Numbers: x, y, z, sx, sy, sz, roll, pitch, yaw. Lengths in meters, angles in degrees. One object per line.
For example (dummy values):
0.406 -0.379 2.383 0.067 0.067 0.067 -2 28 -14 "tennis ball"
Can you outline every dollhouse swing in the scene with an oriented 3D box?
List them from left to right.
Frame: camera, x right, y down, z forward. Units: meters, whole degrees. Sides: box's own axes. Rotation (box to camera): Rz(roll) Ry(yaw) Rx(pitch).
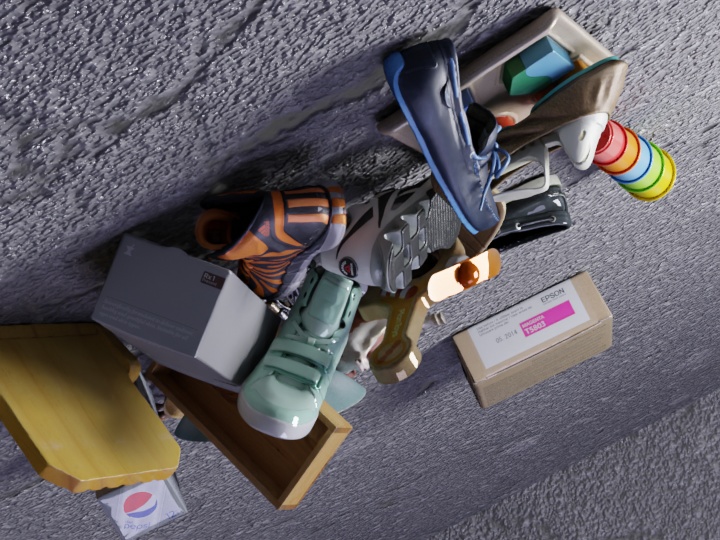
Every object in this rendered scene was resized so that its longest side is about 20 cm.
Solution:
-0.293 0.147 1.595 0.181 0.177 0.199 -36 161 29 "dollhouse swing"

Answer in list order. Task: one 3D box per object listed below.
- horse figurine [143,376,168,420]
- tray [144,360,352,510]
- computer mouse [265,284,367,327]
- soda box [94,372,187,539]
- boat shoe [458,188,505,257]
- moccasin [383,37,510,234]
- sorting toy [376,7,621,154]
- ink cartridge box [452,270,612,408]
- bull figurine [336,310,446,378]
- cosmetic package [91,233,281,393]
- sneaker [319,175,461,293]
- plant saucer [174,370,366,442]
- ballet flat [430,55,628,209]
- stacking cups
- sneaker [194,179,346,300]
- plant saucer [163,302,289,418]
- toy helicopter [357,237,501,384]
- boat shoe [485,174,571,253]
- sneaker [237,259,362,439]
-0.254 0.175 1.945 0.200 0.050 0.132 -43 164 35 "horse figurine"
-0.108 0.123 1.706 0.099 0.200 0.037 -55 153 14 "tray"
0.000 0.000 1.768 0.200 0.044 0.110 -36 119 17 "computer mouse"
-0.224 0.164 1.711 0.068 0.200 0.064 -25 125 -1 "soda box"
0.075 -0.032 1.804 0.200 0.071 0.065 -41 -169 37 "boat shoe"
0.084 -0.105 1.466 0.068 0.081 0.200 -27 139 4 "moccasin"
0.129 -0.148 1.572 0.184 0.037 0.200 -32 162 19 "sorting toy"
0.226 0.093 2.347 0.199 0.075 0.165 -25 161 -1 "ink cartridge box"
0.024 0.060 1.930 0.121 0.066 0.200 -23 -176 8 "bull figurine"
-0.149 0.042 1.578 0.200 0.106 0.091 42 68 -72 "cosmetic package"
0.030 -0.045 1.616 0.088 0.075 0.200 9 -157 26 "sneaker"
-0.095 0.126 1.820 0.199 0.039 0.201 -12 -173 2 "plant saucer"
0.155 -0.107 1.557 0.199 0.073 0.068 -29 159 10 "ballet flat"
0.264 -0.120 1.831 0.060 0.061 0.200 -32 157 19 "stacking cups"
-0.097 -0.029 1.558 0.111 0.078 0.200 -1 158 -24 "sneaker"
-0.124 0.087 1.879 0.199 0.036 0.200 -28 163 -9 "plant saucer"
0.054 0.030 1.646 0.131 0.201 0.079 -15 124 24 "toy helicopter"
0.130 -0.026 1.877 0.198 0.066 0.075 -26 164 2 "boat shoe"
-0.052 0.062 1.597 0.201 0.073 0.119 -66 176 -64 "sneaker"
